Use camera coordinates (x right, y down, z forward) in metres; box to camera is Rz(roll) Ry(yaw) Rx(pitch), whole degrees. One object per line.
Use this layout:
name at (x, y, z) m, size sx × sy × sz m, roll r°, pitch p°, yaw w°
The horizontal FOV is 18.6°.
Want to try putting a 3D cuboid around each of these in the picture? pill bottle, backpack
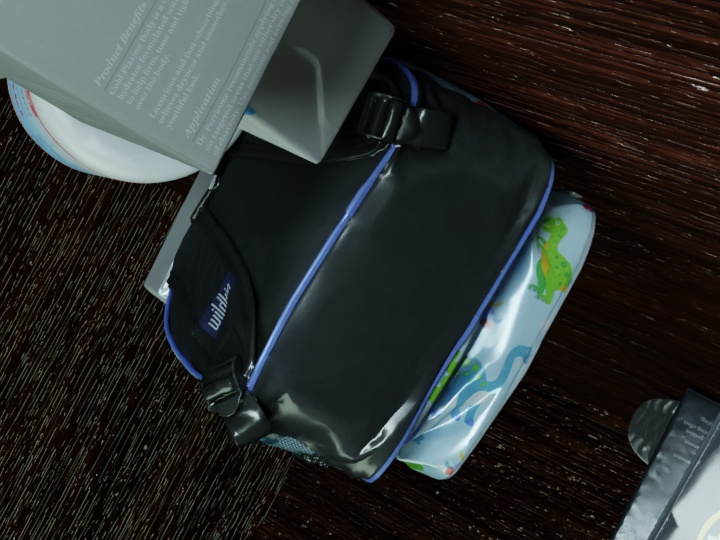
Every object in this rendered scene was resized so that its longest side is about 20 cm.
pill bottle at (-0.119, -0.099, 1.094) m, size 0.109 × 0.109 × 0.200 m, roll 28°, pitch 177°, yaw -14°
backpack at (0.000, 0.000, 1.024) m, size 0.147 × 0.183 × 0.200 m, roll 29°, pitch 179°, yaw -23°

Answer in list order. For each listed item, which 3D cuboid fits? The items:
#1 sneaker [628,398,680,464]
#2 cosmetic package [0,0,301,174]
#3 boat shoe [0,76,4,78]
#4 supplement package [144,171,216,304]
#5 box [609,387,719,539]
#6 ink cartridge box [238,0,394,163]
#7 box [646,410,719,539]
sneaker at (0.360, 0.193, 2.227) m, size 0.200 × 0.075 × 0.082 m, roll 25°, pitch 175°, yaw 36°
cosmetic package at (-0.107, -0.119, 0.658) m, size 0.090 × 0.107 × 0.200 m, roll 24°, pitch 174°, yaw 45°
boat shoe at (-0.185, -0.156, 1.344) m, size 0.068 × 0.072 × 0.200 m, roll -10°, pitch -176°, yaw -21°
supplement package at (-0.007, -0.007, 1.326) m, size 0.200 × 0.147 × 0.191 m, roll 27°, pitch 177°, yaw -7°
box at (0.320, 0.230, 2.014) m, size 0.148 × 0.200 × 0.107 m, roll 27°, pitch 177°, yaw 11°
ink cartridge box at (-0.100, -0.123, 0.895) m, size 0.200 × 0.068 × 0.116 m, roll 25°, pitch 175°, yaw 36°
box at (0.118, 0.047, 0.561) m, size 0.049 × 0.200 × 0.161 m, roll 29°, pitch 177°, yaw 14°
